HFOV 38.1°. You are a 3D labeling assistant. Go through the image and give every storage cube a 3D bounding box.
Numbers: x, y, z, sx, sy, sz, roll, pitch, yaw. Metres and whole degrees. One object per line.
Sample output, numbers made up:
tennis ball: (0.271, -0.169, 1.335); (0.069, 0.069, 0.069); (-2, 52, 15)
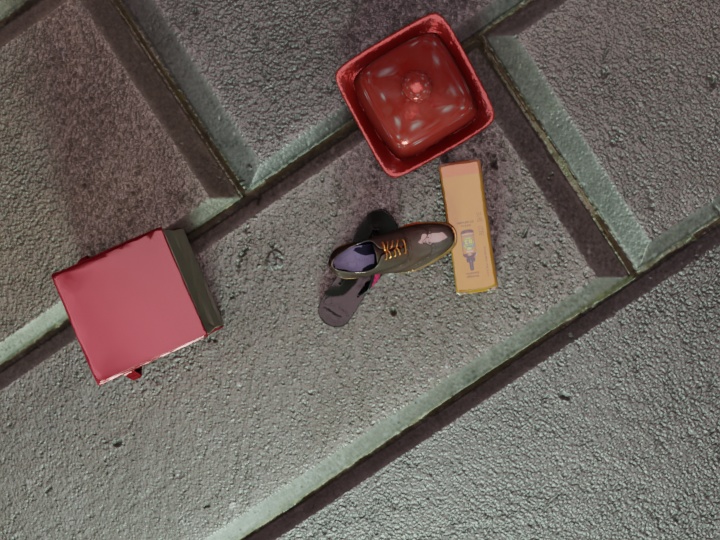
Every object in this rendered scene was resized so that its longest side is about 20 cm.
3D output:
storage cube: (-0.329, 0.050, 1.576); (0.179, 0.171, 0.201); (-24, 91, 2)

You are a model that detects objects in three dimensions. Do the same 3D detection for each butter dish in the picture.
butter dish: (0.082, -0.267, 1.557); (0.199, 0.148, 0.200); (-29, 92, 3)

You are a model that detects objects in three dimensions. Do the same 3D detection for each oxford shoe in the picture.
oxford shoe: (0.049, -0.026, 1.558); (0.198, 0.073, 0.072); (-17, 91, 5)

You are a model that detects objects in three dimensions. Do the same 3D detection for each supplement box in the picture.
supplement box: (0.165, -0.067, 1.604); (0.066, 0.069, 0.202); (-8, 91, 4)

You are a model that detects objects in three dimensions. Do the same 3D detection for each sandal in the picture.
sandal: (0.000, 0.000, 1.623); (0.075, 0.045, 0.201); (29, 93, 1)
